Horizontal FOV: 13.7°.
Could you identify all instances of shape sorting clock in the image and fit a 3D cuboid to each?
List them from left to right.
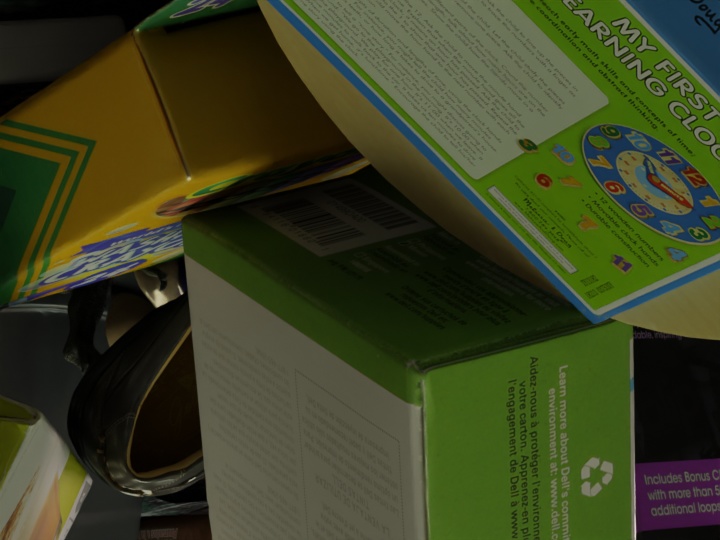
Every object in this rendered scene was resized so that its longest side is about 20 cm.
[{"bbox_3d":[0.052,-0.059,0.752,0.039,0.200,0.200,-49,-170,-26],"label":"shape sorting clock"}]

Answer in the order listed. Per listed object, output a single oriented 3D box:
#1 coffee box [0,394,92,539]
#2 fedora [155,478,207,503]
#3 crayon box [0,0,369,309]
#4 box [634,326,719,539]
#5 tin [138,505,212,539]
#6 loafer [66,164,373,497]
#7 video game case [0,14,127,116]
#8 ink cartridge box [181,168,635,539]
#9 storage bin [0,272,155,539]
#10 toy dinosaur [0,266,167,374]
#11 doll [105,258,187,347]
[{"bbox_3d":[-0.227,0.106,0.991,0.200,0.200,0.198,25,171,3],"label":"coffee box"},{"bbox_3d":[-0.006,0.048,1.319,0.200,0.092,0.201,-6,178,0],"label":"fedora"},{"bbox_3d":[-0.052,-0.043,0.949,0.126,0.052,0.200,-17,173,-40],"label":"crayon box"},{"bbox_3d":[0.113,0.001,1.020,0.143,0.201,0.036,0,165,-46],"label":"box"},{"bbox_3d":[-0.044,0.117,1.282,0.112,0.042,0.200,-10,180,-31],"label":"tin"},{"bbox_3d":[-0.019,0.007,1.060,0.200,0.073,0.072,-49,-167,-2],"label":"loafer"},{"bbox_3d":[-0.194,-0.047,0.994,0.199,0.023,0.182,-4,170,-20],"label":"video game case"},{"bbox_3d":[0.016,0.087,0.909,0.076,0.201,0.148,-15,-155,-25],"label":"ink cartridge box"},{"bbox_3d":[-0.181,0.068,1.245,0.199,0.135,0.145,-3,171,24],"label":"storage bin"},{"bbox_3d":[-0.127,0.003,1.147,0.199,0.088,0.047,-12,160,12],"label":"toy dinosaur"},{"bbox_3d":[0.000,0.000,1.151,0.200,0.049,0.137,-15,-147,26],"label":"doll"}]
